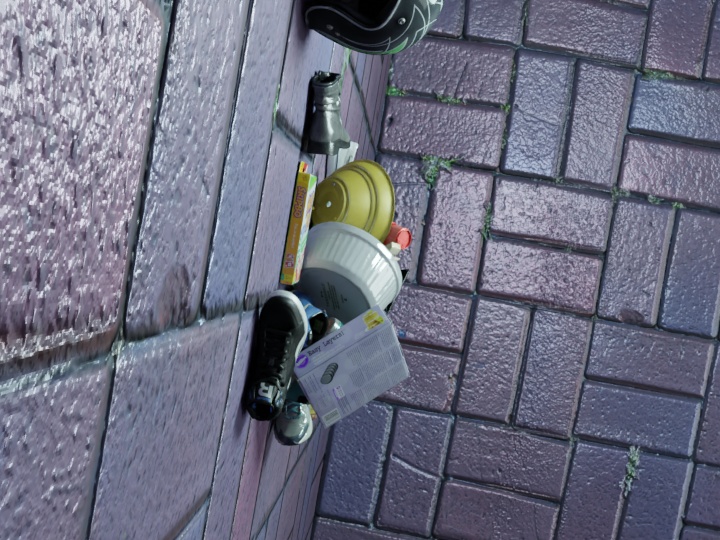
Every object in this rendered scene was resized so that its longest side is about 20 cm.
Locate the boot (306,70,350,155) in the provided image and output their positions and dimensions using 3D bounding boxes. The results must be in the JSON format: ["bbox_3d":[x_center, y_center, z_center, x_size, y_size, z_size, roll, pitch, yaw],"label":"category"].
[{"bbox_3d":[-0.049,-0.274,1.514,0.200,0.069,0.133,-86,180,-75],"label":"boot"}]

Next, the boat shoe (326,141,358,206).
[{"bbox_3d":[-0.040,-0.197,1.899,0.201,0.066,0.074,96,5,-54],"label":"boat shoe"}]

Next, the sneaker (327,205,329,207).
[{"bbox_3d":[-0.028,-0.093,1.874,0.201,0.114,0.077,-52,153,-84],"label":"sneaker"}]

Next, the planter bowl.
[{"bbox_3d":[-0.036,-0.119,1.674,0.083,0.199,0.203,11,89,-46],"label":"planter bowl"}]

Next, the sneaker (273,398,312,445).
[{"bbox_3d":[-0.132,0.246,1.709,0.201,0.077,0.087,-88,172,-51],"label":"sneaker"}]

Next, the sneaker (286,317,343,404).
[{"bbox_3d":[-0.073,0.163,1.570,0.200,0.079,0.072,-50,-164,34],"label":"sneaker"}]

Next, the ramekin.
[{"bbox_3d":[-0.032,0.018,1.602,0.203,0.200,0.095,97,19,-51],"label":"ramekin"}]

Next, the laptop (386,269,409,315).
[{"bbox_3d":[0.028,0.109,1.847,0.199,0.116,0.189,-5,-130,49],"label":"laptop"}]

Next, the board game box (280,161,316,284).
[{"bbox_3d":[-0.102,-0.080,1.491,0.096,0.030,0.203,-46,143,-86],"label":"board game box"}]

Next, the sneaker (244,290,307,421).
[{"bbox_3d":[-0.124,0.138,1.292,0.112,0.072,0.202,-79,178,-55],"label":"sneaker"}]

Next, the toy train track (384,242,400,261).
[{"bbox_3d":[0.000,0.000,1.670,0.199,0.114,0.033,-28,-120,42],"label":"toy train track"}]

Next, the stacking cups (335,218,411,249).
[{"bbox_3d":[0.020,-0.087,1.712,0.060,0.199,0.061,-15,113,-40],"label":"stacking cups"}]

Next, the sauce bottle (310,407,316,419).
[{"bbox_3d":[-0.111,0.228,1.975,0.066,0.065,0.203,-59,159,-82],"label":"sauce bottle"}]

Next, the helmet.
[{"bbox_3d":[0.026,-0.402,1.264,0.200,0.188,0.203,10,90,-88],"label":"helmet"}]

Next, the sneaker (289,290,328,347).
[{"bbox_3d":[-0.098,0.091,1.512,0.200,0.088,0.080,-70,171,-73],"label":"sneaker"}]

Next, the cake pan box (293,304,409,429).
[{"bbox_3d":[-0.015,0.170,1.519,0.052,0.183,0.201,55,-8,36],"label":"cake pan box"}]

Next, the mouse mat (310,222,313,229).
[{"bbox_3d":[-0.094,-0.072,1.840,0.200,0.007,0.163,92,8,-66],"label":"mouse mat"}]
